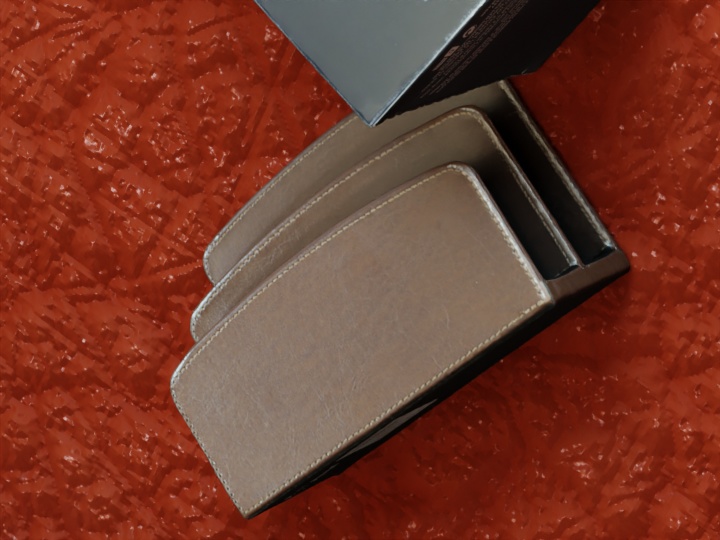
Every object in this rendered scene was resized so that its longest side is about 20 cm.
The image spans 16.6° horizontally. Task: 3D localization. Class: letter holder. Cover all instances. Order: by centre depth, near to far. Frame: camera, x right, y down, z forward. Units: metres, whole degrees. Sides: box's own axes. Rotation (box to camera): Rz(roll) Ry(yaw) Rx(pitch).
[{"bbox_3d":[0.000,0.000,1.175,0.200,0.100,0.143,-36,82,28],"label":"letter holder"}]

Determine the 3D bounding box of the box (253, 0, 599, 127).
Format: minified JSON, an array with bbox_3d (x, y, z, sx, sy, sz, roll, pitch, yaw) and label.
[{"bbox_3d":[0.008,-0.180,1.085,0.200,0.182,0.104,48,116,9],"label":"box"}]
